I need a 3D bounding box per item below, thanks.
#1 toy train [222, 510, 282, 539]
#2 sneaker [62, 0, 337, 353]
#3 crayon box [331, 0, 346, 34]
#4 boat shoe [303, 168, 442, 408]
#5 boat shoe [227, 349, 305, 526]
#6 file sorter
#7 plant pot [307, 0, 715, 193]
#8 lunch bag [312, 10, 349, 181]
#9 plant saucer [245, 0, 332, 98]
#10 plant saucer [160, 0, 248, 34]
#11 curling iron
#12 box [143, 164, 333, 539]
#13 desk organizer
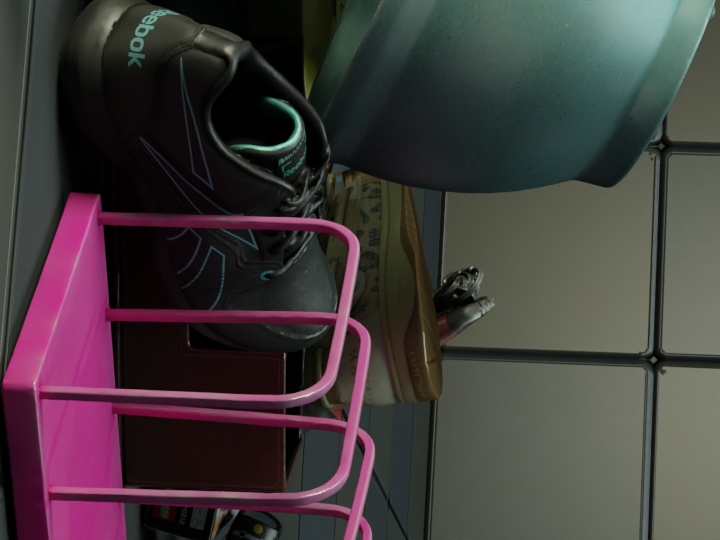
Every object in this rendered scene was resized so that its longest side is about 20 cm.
[{"bbox_3d":[-0.061,0.148,1.499,0.200,0.034,0.046,114,2,-77],"label":"toy train"},{"bbox_3d":[-0.049,-0.030,1.213,0.200,0.079,0.075,57,48,-44],"label":"sneaker"},{"bbox_3d":[0.076,-0.189,1.439,0.058,0.173,0.200,-130,-144,-59],"label":"crayon box"},{"bbox_3d":[0.000,0.000,1.416,0.200,0.063,0.073,-95,171,-65],"label":"boat shoe"},{"bbox_3d":[-0.043,0.057,1.598,0.072,0.071,0.200,-82,178,-57],"label":"boat shoe"},{"bbox_3d":[-0.061,0.091,1.176,0.139,0.125,0.200,-79,169,-57],"label":"file sorter"},{"bbox_3d":[0.072,-0.115,1.266,0.200,0.134,0.200,-156,-90,-83],"label":"plant pot"},{"bbox_3d":[0.031,-0.115,1.590,0.200,0.170,0.127,-129,-144,-65],"label":"lunch bag"},{"bbox_3d":[-0.032,-0.173,1.402,0.200,0.031,0.200,3,90,-86],"label":"plant saucer"},{"bbox_3d":[-0.070,-0.092,1.484,0.200,0.036,0.200,3,90,-85],"label":"plant saucer"},{"bbox_3d":[-0.009,0.058,1.496,0.026,0.200,0.050,52,23,-6],"label":"curling iron"},{"bbox_3d":[-0.055,0.022,1.432,0.110,0.035,0.200,-43,147,-76],"label":"box"},{"bbox_3d":[-0.067,-0.004,1.322,0.072,0.077,0.200,-71,163,-72],"label":"desk organizer"}]
